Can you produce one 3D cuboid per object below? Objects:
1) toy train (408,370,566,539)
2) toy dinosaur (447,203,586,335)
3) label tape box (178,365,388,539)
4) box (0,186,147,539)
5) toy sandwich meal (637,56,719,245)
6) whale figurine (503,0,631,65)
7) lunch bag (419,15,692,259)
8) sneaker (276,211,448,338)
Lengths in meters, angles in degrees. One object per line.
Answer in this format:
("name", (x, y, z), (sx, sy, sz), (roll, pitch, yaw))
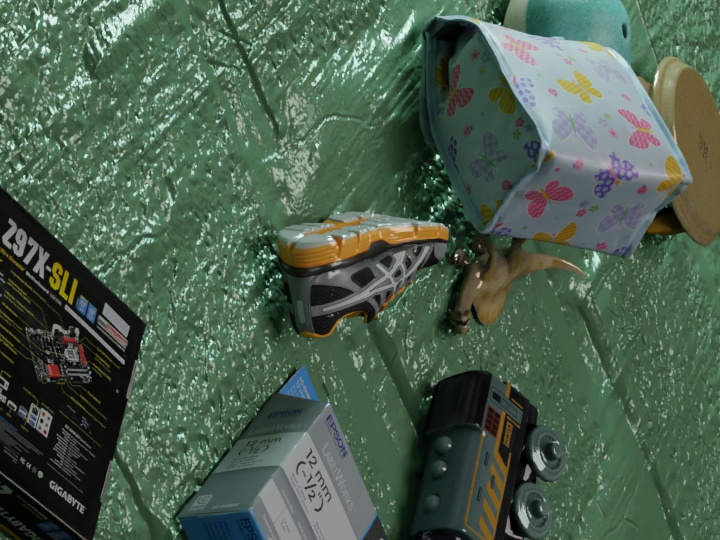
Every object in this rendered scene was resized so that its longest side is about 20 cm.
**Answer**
("toy train", (0.092, 0.176, 1.789), (0.114, 0.085, 0.201), (39, 50, -31))
("toy dinosaur", (0.116, -0.008, 1.918), (0.200, 0.058, 0.102), (-27, 120, -51))
("label tape box", (-0.033, 0.172, 1.591), (0.200, 0.066, 0.144), (-49, 123, -51))
("box", (-0.213, 0.049, 1.345), (0.200, 0.049, 0.161), (46, 42, -42))
("toy sandwich meal", (0.298, -0.112, 2.227), (0.205, 0.070, 0.207), (35, 50, -55))
("whale figurine", (0.207, -0.175, 2.050), (0.200, 0.103, 0.160), (56, 38, -32))
("lunch bag", (0.148, -0.119, 1.875), (0.169, 0.127, 0.201), (8, 45, -36))
("sneaker", (0.000, 0.000, 1.699), (0.200, 0.078, 0.078), (-12, 105, -56))
